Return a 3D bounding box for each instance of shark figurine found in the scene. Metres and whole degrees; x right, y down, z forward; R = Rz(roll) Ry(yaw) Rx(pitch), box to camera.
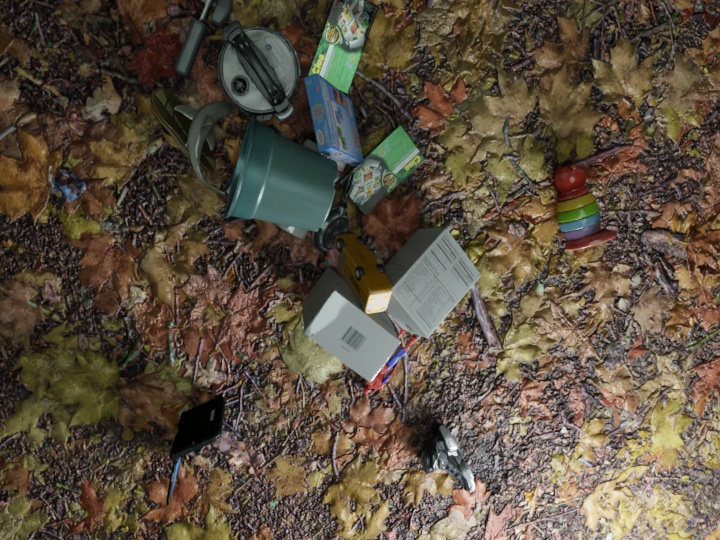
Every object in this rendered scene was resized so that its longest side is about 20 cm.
[{"bbox_3d":[-0.331,-0.279,1.223,0.126,0.088,0.223,14,76,-40],"label":"shark figurine"}]

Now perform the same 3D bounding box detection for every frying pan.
[{"bbox_3d":[-0.044,-0.124,1.353,0.192,0.031,0.115,-53,150,0],"label":"frying pan"}]

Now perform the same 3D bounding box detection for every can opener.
[{"bbox_3d":[-0.340,-0.512,1.232,0.065,0.053,0.204,27,97,-15],"label":"can opener"}]

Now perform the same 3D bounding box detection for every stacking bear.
[{"bbox_3d":[0.544,-0.166,1.444,0.110,0.121,0.207,-19,96,-12],"label":"stacking bear"}]

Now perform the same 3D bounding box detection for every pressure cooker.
[{"bbox_3d":[-0.211,-0.409,1.202,0.170,0.200,0.185,10,100,-11],"label":"pressure cooker"}]

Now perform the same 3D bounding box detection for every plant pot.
[{"bbox_3d":[-0.156,-0.178,1.163,0.190,0.200,0.206,16,99,-18],"label":"plant pot"}]

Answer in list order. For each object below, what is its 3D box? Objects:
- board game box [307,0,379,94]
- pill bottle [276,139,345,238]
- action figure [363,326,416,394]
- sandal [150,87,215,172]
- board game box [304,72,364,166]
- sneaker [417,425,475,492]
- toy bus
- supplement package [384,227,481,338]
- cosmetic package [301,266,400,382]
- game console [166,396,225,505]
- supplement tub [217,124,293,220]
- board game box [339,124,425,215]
[{"bbox_3d":[-0.040,-0.519,1.300,0.102,0.023,0.206,20,97,-16],"label":"board game box"},{"bbox_3d":[-0.121,-0.183,1.313,0.110,0.112,0.205,24,97,-14],"label":"pill bottle"},{"bbox_3d":[0.067,0.237,1.472,0.065,0.052,0.202,34,99,-10],"label":"action figure"},{"bbox_3d":[-0.399,-0.301,1.265,0.053,0.081,0.203,-18,118,31],"label":"sandal"},{"bbox_3d":[-0.052,-0.317,1.236,0.035,0.199,0.157,-13,87,20],"label":"board game box"},{"bbox_3d":[0.228,0.528,1.553,0.111,0.076,0.204,-28,100,-2],"label":"sneaker"},{"bbox_3d":[0.000,0.000,1.303,0.063,0.201,0.080,-6,130,-27],"label":"toy bus"},{"bbox_3d":[0.149,0.025,1.365,0.200,0.151,0.151,-46,107,-13],"label":"supplement package"},{"bbox_3d":[-0.028,0.120,1.349,0.197,0.200,0.124,38,96,-16],"label":"cosmetic package"},{"bbox_3d":[-0.385,0.416,1.351,0.171,0.200,0.120,-22,106,-5],"label":"game console"},{"bbox_3d":[-0.228,-0.223,1.288,0.106,0.107,0.202,35,94,-15],"label":"supplement tub"},{"bbox_3d":[0.051,-0.239,1.370,0.199,0.023,0.105,-41,105,1],"label":"board game box"}]
